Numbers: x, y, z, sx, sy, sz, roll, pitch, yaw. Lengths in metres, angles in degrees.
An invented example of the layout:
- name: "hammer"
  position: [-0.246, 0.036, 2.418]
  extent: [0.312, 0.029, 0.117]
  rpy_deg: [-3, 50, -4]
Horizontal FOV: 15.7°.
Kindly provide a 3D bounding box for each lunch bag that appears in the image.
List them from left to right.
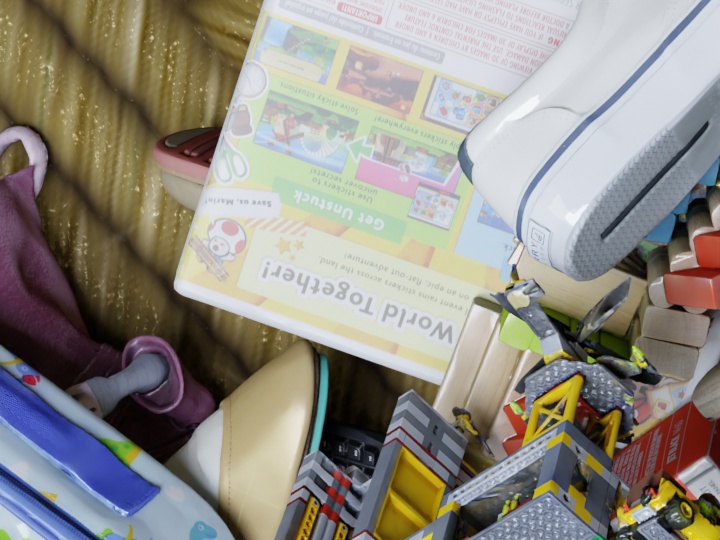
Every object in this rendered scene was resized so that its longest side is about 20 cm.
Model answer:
- name: "lunch bag"
  position: [-0.149, 0.111, 1.027]
  extent: [0.200, 0.082, 0.161]
  rpy_deg: [36, 130, 14]

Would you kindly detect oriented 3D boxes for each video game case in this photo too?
- name: "video game case"
  position: [0.052, -0.045, 0.946]
  extent: [0.199, 0.023, 0.183]
  rpy_deg: [19, 105, 0]

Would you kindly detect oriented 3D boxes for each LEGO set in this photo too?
- name: "LEGO set"
  position: [0.059, 0.096, 0.876]
  extent: [0.154, 0.116, 0.200]
  rpy_deg: [35, 130, -13]

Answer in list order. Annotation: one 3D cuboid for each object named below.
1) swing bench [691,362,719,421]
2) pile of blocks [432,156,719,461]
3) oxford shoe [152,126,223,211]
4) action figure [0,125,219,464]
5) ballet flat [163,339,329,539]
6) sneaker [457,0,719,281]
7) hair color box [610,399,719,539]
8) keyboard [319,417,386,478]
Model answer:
- name: "swing bench"
  position: [0.253, 0.070, 0.860]
  extent: [0.199, 0.130, 0.201]
  rpy_deg: [-30, 83, 36]
- name: "pile of blocks"
  position: [0.102, -0.002, 0.908]
  extent: [0.082, 0.062, 0.200]
  rpy_deg: [45, 103, -7]
- name: "oxford shoe"
  position: [0.000, 0.000, 1.029]
  extent: [0.199, 0.070, 0.075]
  rpy_deg: [24, 119, 24]
- name: "action figure"
  position: [-0.119, 0.058, 1.119]
  extent: [0.199, 0.149, 0.134]
  rpy_deg: [32, 126, -2]
- name: "ballet flat"
  position: [-0.060, 0.111, 1.045]
  extent: [0.063, 0.069, 0.201]
  rpy_deg: [8, 124, -9]
- name: "sneaker"
  position: [0.114, -0.088, 0.880]
  extent: [0.200, 0.073, 0.071]
  rpy_deg: [-43, 61, -10]
- name: "hair color box"
  position: [0.089, 0.145, 0.963]
  extent: [0.200, 0.064, 0.111]
  rpy_deg: [-39, 100, 27]
- name: "keyboard"
  position: [0.002, 0.162, 1.055]
  extent: [0.104, 0.040, 0.201]
  rpy_deg: [10, 111, 30]
